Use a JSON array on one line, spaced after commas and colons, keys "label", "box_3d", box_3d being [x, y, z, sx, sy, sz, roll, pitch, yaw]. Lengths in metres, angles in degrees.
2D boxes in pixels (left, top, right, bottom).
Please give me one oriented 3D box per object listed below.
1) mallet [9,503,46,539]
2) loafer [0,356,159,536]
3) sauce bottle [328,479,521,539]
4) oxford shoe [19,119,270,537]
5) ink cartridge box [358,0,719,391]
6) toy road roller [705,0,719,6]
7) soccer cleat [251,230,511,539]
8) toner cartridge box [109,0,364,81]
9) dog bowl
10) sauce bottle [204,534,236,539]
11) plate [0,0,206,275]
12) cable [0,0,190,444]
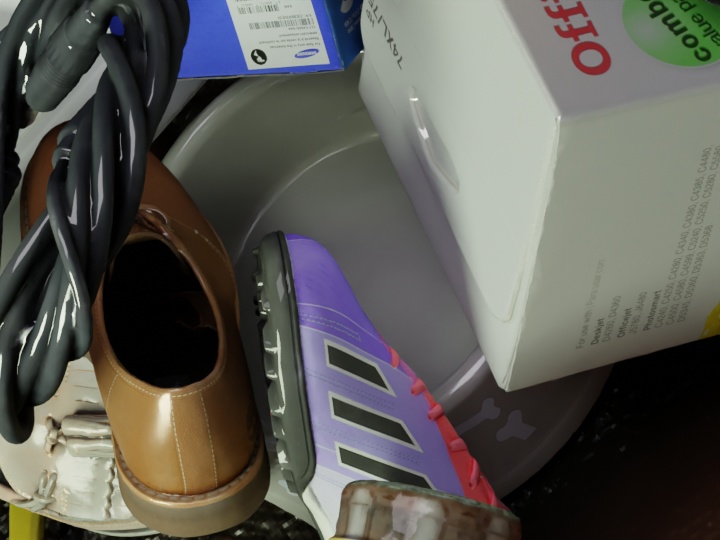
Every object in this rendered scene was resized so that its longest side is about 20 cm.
[{"label": "mallet", "box_3d": [-0.121, 0.091, 1.120, 0.066, 0.041, 0.201, -7, 60, 24]}, {"label": "loafer", "box_3d": [-0.126, 0.060, 1.063, 0.199, 0.063, 0.072, 5, 92, 44]}, {"label": "sauce bottle", "box_3d": [0.003, 0.169, 0.914, 0.064, 0.065, 0.201, 10, 81, 29]}, {"label": "oxford shoe", "box_3d": [-0.076, -0.001, 1.004, 0.071, 0.072, 0.200, -16, 42, -12]}, {"label": "ink cartridge box", "box_3d": [0.119, -0.077, 0.975, 0.199, 0.146, 0.147, -14, 56, -16]}, {"label": "toy road roller", "box_3d": [0.084, -0.179, 0.885, 0.199, 0.123, 0.146, 17, 40, 0]}, {"label": "soccer cleat", "box_3d": [0.013, 0.070, 0.985, 0.073, 0.201, 0.068, -15, 25, 3]}, {"label": "toner cartridge box", "box_3d": [-0.013, -0.136, 1.107, 0.095, 0.043, 0.200, 1, 30, 27]}, {"label": "dog bowl", "box_3d": [0.000, 0.000, 1.088, 0.199, 0.059, 0.201, -11, 63, 21]}, {"label": "sauce bottle", "box_3d": [-0.011, 0.185, 0.975, 0.066, 0.066, 0.200, -39, 75, 3]}, {"label": "plate", "box_3d": [-0.167, -0.051, 1.151, 0.200, 0.032, 0.200, 13, 55, 47]}, {"label": "cable", "box_3d": [-0.103, -0.028, 0.969, 0.164, 0.051, 0.200, -58, 22, 5]}]
